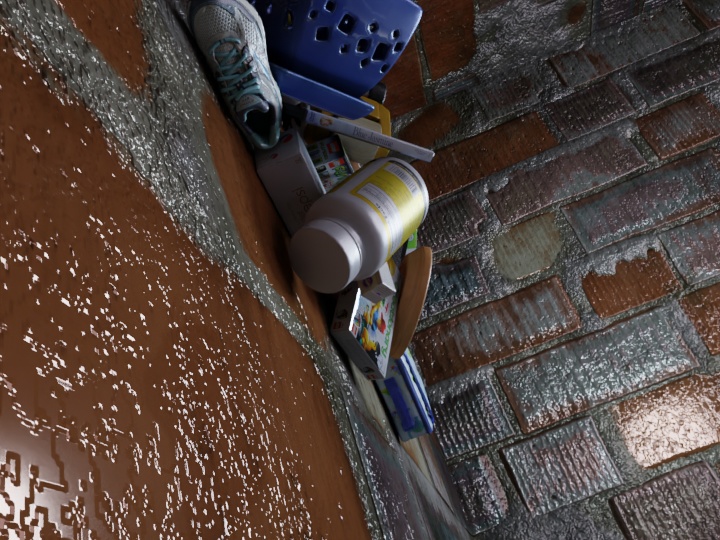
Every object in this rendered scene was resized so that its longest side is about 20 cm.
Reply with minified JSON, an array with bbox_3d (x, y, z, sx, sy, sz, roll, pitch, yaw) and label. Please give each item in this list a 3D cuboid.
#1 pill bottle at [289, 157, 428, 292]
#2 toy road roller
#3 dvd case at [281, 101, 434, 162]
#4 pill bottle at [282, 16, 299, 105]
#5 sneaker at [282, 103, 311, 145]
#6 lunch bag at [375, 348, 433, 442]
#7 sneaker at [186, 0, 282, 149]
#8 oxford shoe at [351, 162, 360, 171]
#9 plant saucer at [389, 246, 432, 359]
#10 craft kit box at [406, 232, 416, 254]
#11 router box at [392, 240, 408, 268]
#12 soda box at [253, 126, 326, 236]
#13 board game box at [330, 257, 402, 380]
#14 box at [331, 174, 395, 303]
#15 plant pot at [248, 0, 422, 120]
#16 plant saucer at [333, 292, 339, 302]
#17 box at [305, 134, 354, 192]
[{"bbox_3d":[-0.001,-0.057,0.764,0.200,0.110,0.112,-44,117,-49],"label":"pill bottle"},{"bbox_3d":[-0.033,-0.240,1.042,0.146,0.122,0.201,126,-29,-44],"label":"toy road roller"},{"bbox_3d":[-0.015,-0.192,0.840,0.143,0.198,0.018,38,-66,58],"label":"dvd case"},{"bbox_3d":[-0.149,-0.364,0.978,0.112,0.110,0.201,-107,175,-52],"label":"pill bottle"},{"bbox_3d":[-0.130,-0.289,1.153,0.073,0.111,0.201,-38,146,-46],"label":"sneaker"},{"bbox_3d":[0.077,0.222,1.210,0.161,0.082,0.201,-90,158,-73],"label":"lunch bag"},{"bbox_3d":[-0.132,-0.224,0.706,0.200,0.077,0.087,63,10,-55],"label":"sneaker"},{"bbox_3d":[-0.047,-0.264,1.231,0.072,0.071,0.201,-108,172,-56],"label":"oxford shoe"},{"bbox_3d":[0.075,0.052,1.067,0.200,0.037,0.202,-163,-90,-85],"label":"plant saucer"},{"bbox_3d":[0.053,0.006,1.278,0.200,0.048,0.200,-168,-103,-68],"label":"craft kit box"},{"bbox_3d":[0.030,-0.037,1.198,0.150,0.061,0.202,-129,-136,-60],"label":"router box"},{"bbox_3d":[-0.076,-0.089,0.842,0.068,0.063,0.201,-106,173,-47],"label":"soda box"},{"bbox_3d":[0.014,0.047,0.936,0.127,0.034,0.201,57,35,-41],"label":"board game box"},{"bbox_3d":[0.002,-0.050,0.893,0.041,0.039,0.201,30,36,-51],"label":"box"},{"bbox_3d":[-0.064,-0.330,0.859,0.199,0.181,0.200,7,22,-45],"label":"plant pot"},{"bbox_3d":[-0.037,-0.013,1.084,0.201,0.050,0.202,-21,90,-87],"label":"plant saucer"},{"bbox_3d":[-0.064,-0.143,0.958,0.200,0.109,0.035,52,18,-79],"label":"box"}]
